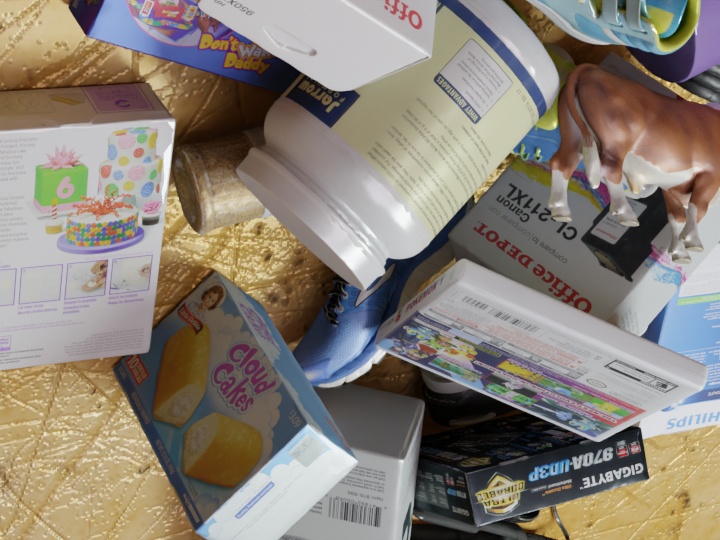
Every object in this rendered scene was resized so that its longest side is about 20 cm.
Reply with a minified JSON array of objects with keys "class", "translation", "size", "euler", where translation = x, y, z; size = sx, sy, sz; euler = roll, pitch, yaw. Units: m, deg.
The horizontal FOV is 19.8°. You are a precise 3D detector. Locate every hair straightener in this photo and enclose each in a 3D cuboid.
[{"class":"hair straightener","translation":[0.115,0.219,1.829],"size":[0.199,0.041,0.077],"euler":[13,116,-34]}]

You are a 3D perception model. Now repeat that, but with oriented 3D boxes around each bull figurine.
[{"class":"bull figurine","translation":[0.216,-0.077,1.453],"size":[0.199,0.065,0.122],"euler":[16,76,-28]}]

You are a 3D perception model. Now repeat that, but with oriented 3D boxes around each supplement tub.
[{"class":"supplement tub","translation":[0.025,-0.101,1.419],"size":[0.200,0.145,0.145],"euler":[-48,132,-6]}]

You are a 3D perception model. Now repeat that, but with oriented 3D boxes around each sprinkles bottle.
[{"class":"sprinkles bottle","translation":[-0.035,-0.081,1.516],"size":[0.199,0.068,0.069],"euler":[-15,129,-18]}]

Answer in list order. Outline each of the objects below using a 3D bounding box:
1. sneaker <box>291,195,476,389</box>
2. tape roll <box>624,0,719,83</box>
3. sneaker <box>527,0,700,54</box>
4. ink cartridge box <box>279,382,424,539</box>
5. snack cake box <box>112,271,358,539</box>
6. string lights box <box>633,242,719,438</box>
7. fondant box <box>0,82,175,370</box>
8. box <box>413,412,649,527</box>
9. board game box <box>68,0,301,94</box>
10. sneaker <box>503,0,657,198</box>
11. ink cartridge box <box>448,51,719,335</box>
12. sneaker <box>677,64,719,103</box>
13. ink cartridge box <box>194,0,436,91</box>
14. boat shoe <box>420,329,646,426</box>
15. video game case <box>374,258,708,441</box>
[{"class":"sneaker","translation":[0.000,0.000,1.598],"size":[0.089,0.079,0.201],"euler":[31,96,-32]},{"class":"tape roll","translation":[0.218,-0.240,1.449],"size":[0.084,0.200,0.201],"euler":[-25,131,-8]},{"class":"sneaker","translation":[0.141,-0.201,1.317],"size":[0.199,0.130,0.080],"euler":[22,90,-36]},{"class":"ink cartridge box","translation":[-0.032,0.191,1.661],"size":[0.145,0.083,0.201],"euler":[12,125,9]},{"class":"snack cake box","translation":[-0.095,0.106,1.530],"size":[0.115,0.200,0.067],"euler":[-44,131,7]},{"class":"string lights box","translation":[0.286,0.045,1.784],"size":[0.102,0.059,0.201],"euler":[-8,126,-23]},{"class":"fondant box","translation":[-0.216,-0.029,1.465],"size":[0.143,0.058,0.201],"euler":[-6,126,-24]},{"class":"box","translation":[0.121,0.158,1.692],"size":[0.158,0.200,0.046],"euler":[-12,95,-21]},{"class":"board game box","translation":[-0.083,-0.203,1.419],"size":[0.199,0.045,0.135],"euler":[14,115,-35]},{"class":"sneaker","translation":[0.129,-0.110,1.535],"size":[0.105,0.200,0.076],"euler":[-48,171,33]},{"class":"ink cartridge box","translation":[0.185,-0.041,1.566],"size":[0.200,0.145,0.083],"euler":[-48,156,-12]},{"class":"sneaker","translation":[0.325,-0.174,1.645],"size":[0.199,0.071,0.100],"euler":[8,121,-25]},{"class":"ink cartridge box","translation":[-0.020,-0.238,1.323],"size":[0.084,0.202,0.144],"euler":[-17,148,42]},{"class":"boat shoe","translation":[0.147,0.076,1.728],"size":[0.198,0.076,0.061],"euler":[-13,128,-4]},{"class":"video game case","translation":[0.128,0.062,1.514],"size":[0.199,0.182,0.023],"euler":[23,67,-11]}]
